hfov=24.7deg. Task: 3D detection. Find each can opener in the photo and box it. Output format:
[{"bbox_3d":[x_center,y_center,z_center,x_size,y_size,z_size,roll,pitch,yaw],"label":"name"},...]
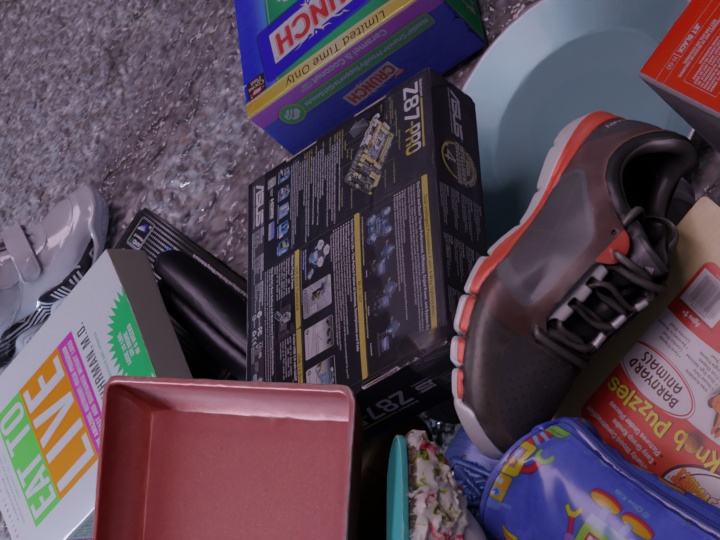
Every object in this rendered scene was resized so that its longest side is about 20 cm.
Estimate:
[{"bbox_3d":[-0.062,0.054,1.061,0.199,0.064,0.079,32,45,27],"label":"can opener"}]

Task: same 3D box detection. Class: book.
[{"bbox_3d":[-0.183,0.099,1.104,0.200,0.048,0.134,-47,55,34],"label":"book"}]

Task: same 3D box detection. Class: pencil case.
[{"bbox_3d":[0.149,0.142,0.783,0.200,0.078,0.087,33,119,37],"label":"pencil case"}]

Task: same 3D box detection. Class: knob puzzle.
[{"bbox_3d":[0.176,0.094,0.845,0.219,0.030,0.221,-10,73,34],"label":"knob puzzle"}]

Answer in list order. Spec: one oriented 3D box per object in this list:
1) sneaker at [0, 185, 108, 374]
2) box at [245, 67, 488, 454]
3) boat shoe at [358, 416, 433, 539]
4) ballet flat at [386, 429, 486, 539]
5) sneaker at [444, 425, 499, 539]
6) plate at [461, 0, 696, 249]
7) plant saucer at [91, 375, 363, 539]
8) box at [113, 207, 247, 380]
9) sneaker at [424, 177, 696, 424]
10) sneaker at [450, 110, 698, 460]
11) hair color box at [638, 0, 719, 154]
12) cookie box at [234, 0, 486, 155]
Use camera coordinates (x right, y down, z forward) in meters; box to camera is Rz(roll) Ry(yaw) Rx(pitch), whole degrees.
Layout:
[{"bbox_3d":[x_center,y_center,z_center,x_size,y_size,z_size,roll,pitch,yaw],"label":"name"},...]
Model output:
[{"bbox_3d":[-0.294,0.000,1.314,0.200,0.115,0.075,-50,41,8],"label":"sneaker"},{"bbox_3d":[0.000,0.000,0.967,0.161,0.049,0.201,-33,44,34],"label":"box"},{"bbox_3d":[-0.019,0.172,0.963,0.062,0.073,0.201,15,76,45],"label":"boat shoe"},{"bbox_3d":[0.039,0.175,0.803,0.076,0.063,0.201,109,168,-59],"label":"ballet flat"},{"bbox_3d":[0.054,0.154,0.887,0.075,0.077,0.201,11,77,31],"label":"sneaker"},{"bbox_3d":[0.135,-0.094,1.022,0.199,0.026,0.201,-25,48,32],"label":"plate"},{"bbox_3d":[-0.073,0.162,0.914,0.199,0.037,0.201,-1,84,41],"label":"plant saucer"},{"bbox_3d":[-0.151,0.075,1.177,0.194,0.047,0.200,-55,41,-1],"label":"box"},{"bbox_3d":[0.112,0.027,0.926,0.200,0.075,0.082,-40,42,18],"label":"sneaker"},{"bbox_3d":[0.113,0.005,0.843,0.082,0.077,0.201,7,69,49],"label":"sneaker"},{"bbox_3d":[0.244,-0.067,0.837,0.061,0.101,0.200,-53,41,3],"label":"hair color box"},{"bbox_3d":[-0.008,-0.206,1.196,0.171,0.075,0.201,-32,47,25],"label":"cookie box"}]
